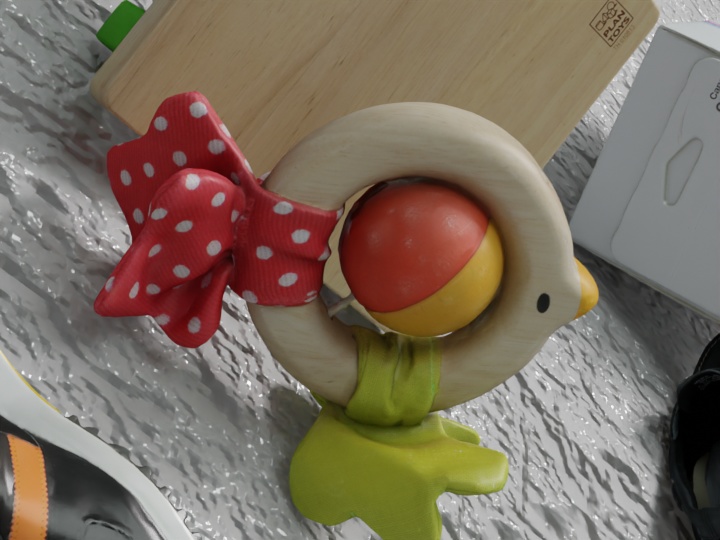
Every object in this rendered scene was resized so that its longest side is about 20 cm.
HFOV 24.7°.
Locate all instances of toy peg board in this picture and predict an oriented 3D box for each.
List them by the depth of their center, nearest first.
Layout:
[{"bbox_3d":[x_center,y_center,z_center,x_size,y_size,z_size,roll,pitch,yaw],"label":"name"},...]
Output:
[{"bbox_3d":[-0.002,-0.111,0.749,0.199,0.200,0.098,39,0,-36],"label":"toy peg board"}]

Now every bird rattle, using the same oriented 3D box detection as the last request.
[{"bbox_3d":[0.000,0.000,0.650,0.200,0.163,0.113,54,10,-13],"label":"bird rattle"}]

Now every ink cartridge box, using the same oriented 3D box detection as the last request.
[{"bbox_3d":[0.247,-0.063,1.019,0.144,0.146,0.200,31,23,22],"label":"ink cartridge box"}]

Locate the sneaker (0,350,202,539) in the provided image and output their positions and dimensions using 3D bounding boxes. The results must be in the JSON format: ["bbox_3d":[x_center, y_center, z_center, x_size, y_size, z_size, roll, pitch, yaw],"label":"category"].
[{"bbox_3d":[-0.129,0.068,0.485,0.200,0.070,0.090,49,44,-2],"label":"sneaker"}]

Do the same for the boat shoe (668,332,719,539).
[{"bbox_3d":[0.203,0.086,0.908,0.066,0.074,0.200,51,36,-25],"label":"boat shoe"}]
